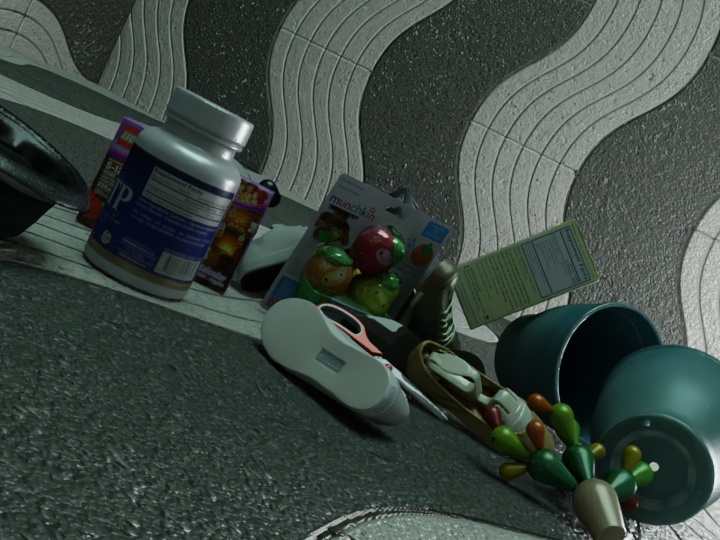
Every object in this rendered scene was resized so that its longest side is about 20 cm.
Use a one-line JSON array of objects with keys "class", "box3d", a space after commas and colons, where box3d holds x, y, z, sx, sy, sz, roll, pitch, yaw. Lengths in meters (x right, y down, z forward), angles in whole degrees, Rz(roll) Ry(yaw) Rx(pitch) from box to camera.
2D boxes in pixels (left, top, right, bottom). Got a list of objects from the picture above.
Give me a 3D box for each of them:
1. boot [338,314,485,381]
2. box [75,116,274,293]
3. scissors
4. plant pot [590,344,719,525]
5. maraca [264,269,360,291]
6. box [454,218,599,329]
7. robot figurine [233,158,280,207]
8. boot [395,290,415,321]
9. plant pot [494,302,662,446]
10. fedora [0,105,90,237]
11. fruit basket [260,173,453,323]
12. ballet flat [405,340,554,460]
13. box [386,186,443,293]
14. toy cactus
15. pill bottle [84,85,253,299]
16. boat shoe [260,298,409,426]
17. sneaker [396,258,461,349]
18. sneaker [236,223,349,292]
[{"class": "boot", "box3d": [0.051, 0.114, 1.191, 0.199, 0.074, 0.075, 21, -22, -17]}, {"class": "box", "box3d": [-0.222, -0.078, 1.151, 0.199, 0.137, 0.039, 27, 6, -5]}, {"class": "scissors", "box3d": [0.025, 0.103, 1.120, 0.199, 0.014, 0.073, 28, 44, 4]}, {"class": "plant pot", "box3d": [0.366, 0.210, 1.152, 0.199, 0.201, 0.188, 29, 22, 18]}, {"class": "maraca", "box3d": [-0.064, 0.005, 1.330, 0.199, 0.107, 0.137, -1, 31, -31]}, {"class": "box", "box3d": [0.243, 0.009, 1.446, 0.176, 0.199, 0.097, 15, 55, -81]}, {"class": "robot figurine", "box3d": [-0.198, -0.084, 1.280, 0.125, 0.151, 0.200, 37, -9, 5]}, {"class": "boot", "box3d": [0.060, 0.020, 1.448, 0.200, 0.069, 0.175, -101, 170, -80]}, {"class": "plant pot", "box3d": [0.299, 0.140, 1.378, 0.199, 0.201, 0.188, 24, -9, -27]}, {"class": "fedora", "box3d": [-0.349, -0.093, 0.868, 0.200, 0.092, 0.201, 41, 6, -6]}, {"class": "fruit basket", "box3d": [0.000, 0.000, 1.191, 0.185, 0.200, 0.094, 24, 22, -32]}, {"class": "ballet flat", "box3d": [0.138, 0.149, 1.102, 0.199, 0.069, 0.063, 31, -35, 14]}, {"class": "box", "box3d": [0.084, -0.034, 1.398, 0.200, 0.048, 0.159, -2, 68, -83]}, {"class": "toy cactus", "box3d": [0.220, 0.215, 0.977, 0.199, 0.102, 0.165, 28, 24, -22]}, {"class": "pill bottle", "box3d": [-0.195, -0.083, 1.004, 0.119, 0.201, 0.120, 27, 6, -3]}, {"class": "boat shoe", "box3d": [-0.025, 0.092, 0.954, 0.200, 0.072, 0.069, 24, -19, 42]}, {"class": "sneaker", "box3d": [0.101, 0.070, 1.246, 0.090, 0.200, 0.067, 41, 51, 9]}, {"class": "sneaker", "box3d": [-0.070, -0.039, 1.256, 0.199, 0.073, 0.085, -13, 51, -7]}]
